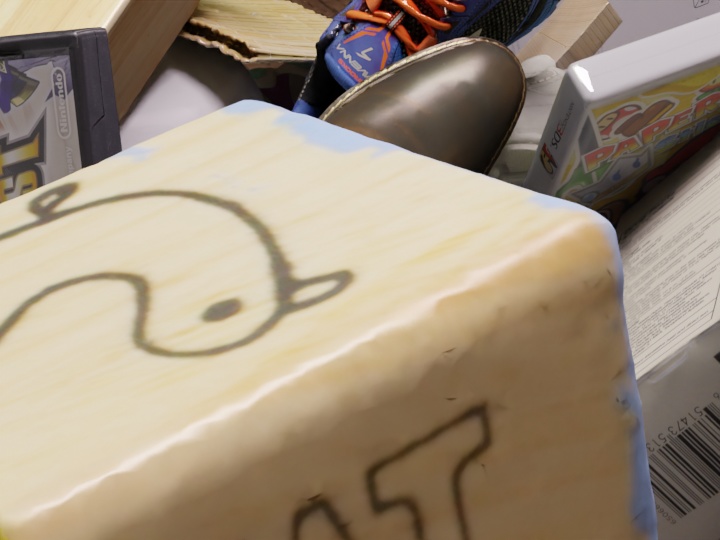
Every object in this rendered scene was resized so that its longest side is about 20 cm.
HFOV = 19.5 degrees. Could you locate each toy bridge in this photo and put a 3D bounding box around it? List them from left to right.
[{"bbox_3d":[0.092,-0.102,0.992,0.067,0.200,0.027,-49,43,-4],"label":"toy bridge"}]

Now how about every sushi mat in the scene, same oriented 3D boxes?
[{"bbox_3d":[-0.051,-0.118,1.005,0.095,0.012,0.200,24,13,17],"label":"sushi mat"}]

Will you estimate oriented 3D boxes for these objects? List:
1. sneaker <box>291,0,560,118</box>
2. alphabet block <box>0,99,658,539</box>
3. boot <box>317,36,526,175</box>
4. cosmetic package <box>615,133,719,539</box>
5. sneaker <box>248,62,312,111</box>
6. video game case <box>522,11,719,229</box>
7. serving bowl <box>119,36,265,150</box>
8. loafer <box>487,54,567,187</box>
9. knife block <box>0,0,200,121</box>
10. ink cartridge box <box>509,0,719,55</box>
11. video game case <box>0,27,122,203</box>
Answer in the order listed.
[{"bbox_3d":[0.025,-0.104,0.908,0.075,0.200,0.078,45,55,11],"label":"sneaker"},{"bbox_3d":[-0.044,0.084,0.642,0.200,0.197,0.195,-27,28,-30],"label":"alphabet block"},{"bbox_3d":[-0.001,-0.025,0.811,0.200,0.075,0.097,-42,5,-12],"label":"boot"},{"bbox_3d":[0.140,0.018,0.795,0.105,0.071,0.200,-41,10,32],"label":"cosmetic package"},{"bbox_3d":[-0.068,-0.031,1.036,0.199,0.078,0.140,-23,28,-3],"label":"sneaker"},{"bbox_3d":[0.159,-0.060,0.903,0.199,0.182,0.023,-20,66,-18],"label":"video game case"},{"bbox_3d":[-0.135,-0.083,0.958,0.199,0.066,0.200,7,26,-3],"label":"serving bowl"},{"bbox_3d":[0.079,-0.059,0.942,0.199,0.070,0.070,-9,50,-37],"label":"loafer"},{"bbox_3d":[-0.088,-0.142,0.891,0.175,0.064,0.201,-17,59,-10],"label":"knife block"},{"bbox_3d":[0.109,-0.100,1.064,0.199,0.100,0.039,-23,28,-26],"label":"ink cartridge box"},{"bbox_3d":[-0.166,0.012,0.822,0.180,0.201,0.025,-1,9,29],"label":"video game case"}]
